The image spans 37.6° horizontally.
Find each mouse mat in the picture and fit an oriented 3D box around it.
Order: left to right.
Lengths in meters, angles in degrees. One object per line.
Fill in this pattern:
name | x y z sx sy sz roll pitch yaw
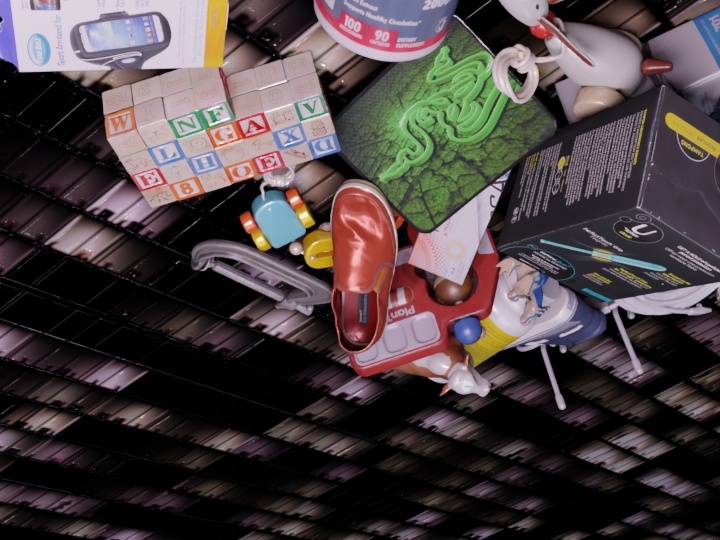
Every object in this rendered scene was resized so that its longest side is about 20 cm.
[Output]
mouse mat | 0.076 -0.140 1.060 0.161 0.008 0.200 43 123 -11

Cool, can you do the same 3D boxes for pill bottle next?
pill bottle | 0.037 -0.274 0.823 0.119 0.120 0.200 -4 145 -17
pill bottle | 0.156 0.054 1.372 0.111 0.112 0.200 20 134 -42

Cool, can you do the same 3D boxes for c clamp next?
c clamp | -0.119 0.012 1.226 0.200 0.027 0.170 30 160 -37

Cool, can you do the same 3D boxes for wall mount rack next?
wall mount rack | 0.314 0.097 1.459 0.199 0.174 0.075 -30 104 23

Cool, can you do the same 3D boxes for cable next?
cable | 0.397 -0.031 1.348 0.199 0.069 0.201 -2 128 -21

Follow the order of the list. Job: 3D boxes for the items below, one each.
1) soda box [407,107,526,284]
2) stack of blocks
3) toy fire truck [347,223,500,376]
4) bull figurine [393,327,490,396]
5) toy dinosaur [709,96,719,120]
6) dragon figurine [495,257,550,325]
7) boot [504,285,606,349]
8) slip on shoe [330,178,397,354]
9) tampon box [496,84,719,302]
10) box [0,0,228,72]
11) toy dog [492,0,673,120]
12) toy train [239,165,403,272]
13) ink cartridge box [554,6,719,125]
soda box | 0.115 -0.086 1.124 0.068 0.064 0.201 21 126 4
stack of blocks | -0.130 -0.141 1.011 0.199 0.059 0.115 -16 147 2
toy fire truck | 0.071 0.027 1.244 0.199 0.169 0.112 -17 148 4
bull figurine | 0.080 0.097 1.288 0.121 0.199 0.065 -15 116 -57
toy dinosaur | 0.397 -0.132 1.102 0.199 0.106 0.181 7 169 30
dragon figurine | 0.221 -0.022 1.218 0.099 0.059 0.200 -4 131 -56
boot | 0.231 0.082 1.436 0.090 0.073 0.200 29 149 -32
slip on shoe | 0.000 0.000 1.133 0.074 0.061 0.201 6 115 10
tampon box | 0.259 -0.064 1.015 0.149 0.127 0.200 26 159 -24
box | -0.211 -0.221 0.879 0.199 0.042 0.119 -3 146 -14
toy dog | 0.218 -0.215 0.993 0.199 0.133 0.096 7 172 -43
toy train | -0.035 -0.073 1.165 0.199 0.056 0.151 13 123 -29
ink cartridge box | 0.326 -0.172 1.124 0.199 0.086 0.146 -22 146 14
